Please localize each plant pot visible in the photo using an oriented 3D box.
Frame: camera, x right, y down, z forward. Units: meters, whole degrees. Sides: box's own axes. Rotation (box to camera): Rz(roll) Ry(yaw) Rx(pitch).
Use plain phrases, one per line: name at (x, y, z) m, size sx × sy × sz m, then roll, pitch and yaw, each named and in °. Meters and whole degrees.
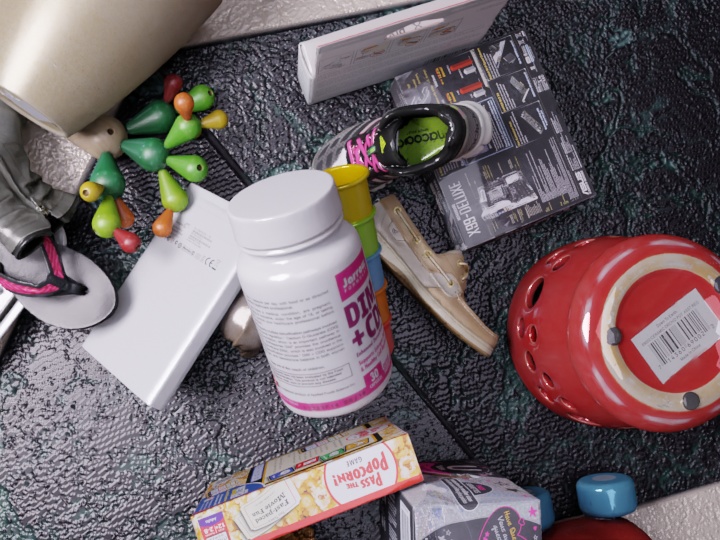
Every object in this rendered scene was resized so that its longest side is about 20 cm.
plant pot at (-0.259, -0.233, 0.704) m, size 0.186 × 0.187 × 0.201 m, roll 30°, pitch 80°, yaw -2°
plant pot at (0.264, 0.058, 0.742) m, size 0.199 × 0.183 × 0.202 m, roll 1°, pitch 83°, yaw -5°

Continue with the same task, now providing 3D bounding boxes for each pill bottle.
pill bottle at (-0.045, 0.021, 0.670) m, size 0.113 × 0.113 × 0.201 m, roll -19°, pitch 119°, yaw -7°

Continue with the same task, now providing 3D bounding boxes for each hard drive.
hard drive at (-0.181, 0.019, 0.740) m, size 0.131 × 0.027 × 0.201 m, roll 26°, pitch 81°, yaw 38°

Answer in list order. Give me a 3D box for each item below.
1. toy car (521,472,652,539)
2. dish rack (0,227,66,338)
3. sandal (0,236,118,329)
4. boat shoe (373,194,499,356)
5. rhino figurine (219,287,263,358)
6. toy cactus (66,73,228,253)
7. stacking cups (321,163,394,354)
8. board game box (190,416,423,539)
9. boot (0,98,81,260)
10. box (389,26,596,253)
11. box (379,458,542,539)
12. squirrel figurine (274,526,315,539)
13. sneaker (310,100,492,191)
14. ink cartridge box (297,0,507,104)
toy car at (0.231, 0.310, 0.705) m, size 0.175 × 0.200 × 0.186 m, roll -7°, pitch 86°, yaw -6°
dish rack at (-0.407, -0.002, 0.748) m, size 0.171 × 0.044 × 0.201 m, roll 35°, pitch 83°, yaw -3°
sandal at (-0.323, -0.012, 0.713) m, size 0.200 × 0.045 × 0.075 m, roll 38°, pitch 82°, yaw -2°
boat shoe at (0.079, 0.002, 0.780) m, size 0.069 × 0.074 × 0.200 m, roll -45°, pitch 90°, yaw -2°
rhino figurine at (-0.082, -0.005, 0.758) m, size 0.059 × 0.087 × 0.201 m, roll 28°, pitch 83°, yaw -3°
toy cactus at (-0.231, -0.123, 0.748) m, size 0.164 × 0.102 × 0.201 m, roll 21°, pitch 74°, yaw 14°
stacking cups at (0.000, 0.000, 0.738) m, size 0.060 × 0.061 × 0.201 m, roll -16°, pitch 115°, yaw -7°
board game box at (-0.051, 0.200, 0.712) m, size 0.199 × 0.152 × 0.047 m, roll -20°, pitch 87°, yaw -6°
boot at (-0.327, -0.093, 0.719) m, size 0.130 × 0.201 × 0.068 m, roll 33°, pitch 124°, yaw -16°
box at (0.142, -0.139, 0.810) m, size 0.157 × 0.050 × 0.201 m, roll -23°, pitch 87°, yaw -7°
box at (0.087, 0.256, 0.696) m, size 0.114 × 0.200 × 0.133 m, roll -1°, pitch 85°, yaw -7°
squirrel figurine at (-0.103, 0.315, 0.678) m, size 0.199 × 0.187 × 0.142 m, roll -30°, pitch 88°, yaw -7°
sneaker at (0.028, -0.124, 0.749) m, size 0.199 × 0.087 × 0.074 m, roll -12°, pitch 92°, yaw 25°
ink cartridge box at (0.037, -0.236, 0.746) m, size 0.199 × 0.174 × 0.044 m, roll -19°, pitch 87°, yaw -7°
